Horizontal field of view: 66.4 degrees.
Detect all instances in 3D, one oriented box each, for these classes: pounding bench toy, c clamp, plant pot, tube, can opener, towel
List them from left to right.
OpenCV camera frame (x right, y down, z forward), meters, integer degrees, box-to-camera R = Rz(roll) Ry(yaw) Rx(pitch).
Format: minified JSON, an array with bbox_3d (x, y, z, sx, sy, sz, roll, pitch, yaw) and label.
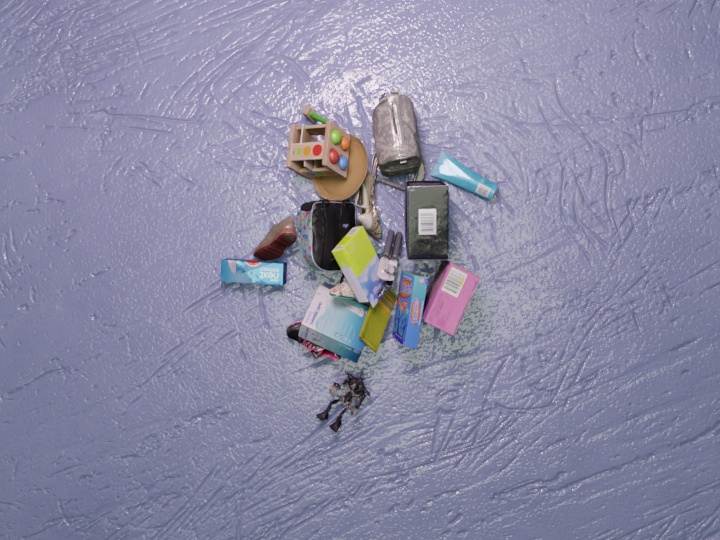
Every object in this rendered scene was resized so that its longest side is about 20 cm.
[{"bbox_3d":[-0.110,-0.383,1.592,0.152,0.123,0.207,2,83,28],"label":"pounding bench toy"},{"bbox_3d":[-0.059,-0.304,1.638,0.195,0.027,0.207,-5,79,28],"label":"plant pot"},{"bbox_3d":[0.056,0.133,1.627,0.086,0.018,0.203,43,54,-30],"label":"towel"},{"bbox_3d":[0.085,-0.037,1.620,0.051,0.067,0.203,14,50,0],"label":"can opener"},{"bbox_3d":[0.114,-0.280,1.664,0.196,0.027,0.175,24,95,1],"label":"c clamp"},{"bbox_3d":[0.312,-0.277,1.646,0.196,0.050,0.079,29,91,6],"label":"tube"}]

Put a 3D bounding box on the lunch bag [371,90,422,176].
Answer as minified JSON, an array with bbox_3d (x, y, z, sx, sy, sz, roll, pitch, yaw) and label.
[{"bbox_3d":[0.105,-0.388,1.574,0.135,0.168,0.207,-8,85,-2],"label":"lunch bag"}]

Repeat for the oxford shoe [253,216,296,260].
[{"bbox_3d":[-0.254,-0.093,1.657,0.198,0.070,0.077,-28,49,38],"label":"oxford shoe"}]

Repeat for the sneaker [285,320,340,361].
[{"bbox_3d":[-0.138,0.220,1.669,0.194,0.097,0.080,15,135,3],"label":"sneaker"}]

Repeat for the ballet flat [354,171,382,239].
[{"bbox_3d":[0.015,-0.192,1.648,0.074,0.067,0.207,-12,97,-38],"label":"ballet flat"}]

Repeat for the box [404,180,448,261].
[{"bbox_3d":[0.186,-0.147,1.572,0.119,0.199,0.207,0,102,5],"label":"box"}]

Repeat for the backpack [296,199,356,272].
[{"bbox_3d":[-0.100,-0.097,1.609,0.174,0.149,0.207,-5,92,-36],"label":"backpack"}]

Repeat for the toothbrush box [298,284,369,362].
[{"bbox_3d":[-0.067,0.158,1.639,0.195,0.086,0.149,24,55,0],"label":"toothbrush box"}]

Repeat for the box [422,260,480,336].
[{"bbox_3d":[0.254,0.071,1.592,0.095,0.200,0.180,25,95,2],"label":"box"}]

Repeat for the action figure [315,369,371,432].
[{"bbox_3d":[-0.045,0.395,1.681,0.118,0.102,0.202,38,97,12],"label":"action figure"}]

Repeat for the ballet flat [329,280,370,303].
[{"bbox_3d":[-0.014,0.058,1.632,0.074,0.197,0.066,12,89,44],"label":"ballet flat"}]

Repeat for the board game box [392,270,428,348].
[{"bbox_3d":[0.144,0.110,1.623,0.044,0.152,0.207,8,94,-11],"label":"board game box"}]

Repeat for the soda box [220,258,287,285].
[{"bbox_3d":[-0.327,0.004,1.689,0.193,0.064,0.070,4,94,2],"label":"soda box"}]

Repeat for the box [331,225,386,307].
[{"bbox_3d":[0.006,-0.008,1.578,0.047,0.122,0.203,-7,121,41],"label":"box"}]

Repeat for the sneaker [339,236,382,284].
[{"bbox_3d":[0.000,0.000,1.666,0.085,0.078,0.204,27,98,-8],"label":"sneaker"}]
